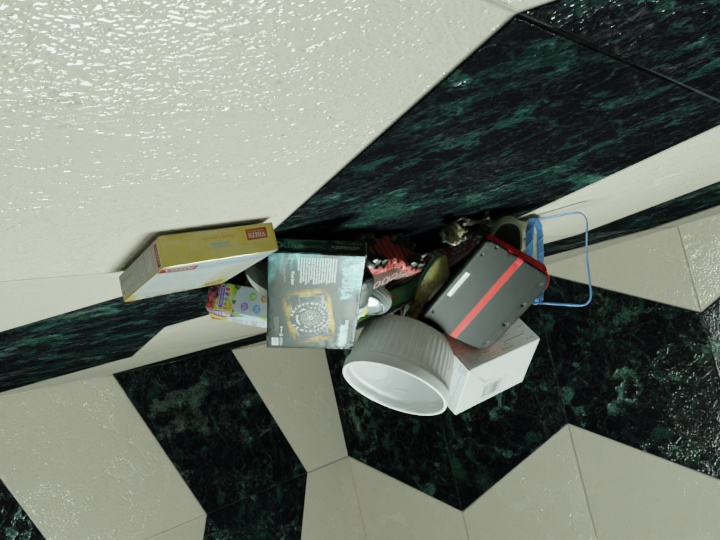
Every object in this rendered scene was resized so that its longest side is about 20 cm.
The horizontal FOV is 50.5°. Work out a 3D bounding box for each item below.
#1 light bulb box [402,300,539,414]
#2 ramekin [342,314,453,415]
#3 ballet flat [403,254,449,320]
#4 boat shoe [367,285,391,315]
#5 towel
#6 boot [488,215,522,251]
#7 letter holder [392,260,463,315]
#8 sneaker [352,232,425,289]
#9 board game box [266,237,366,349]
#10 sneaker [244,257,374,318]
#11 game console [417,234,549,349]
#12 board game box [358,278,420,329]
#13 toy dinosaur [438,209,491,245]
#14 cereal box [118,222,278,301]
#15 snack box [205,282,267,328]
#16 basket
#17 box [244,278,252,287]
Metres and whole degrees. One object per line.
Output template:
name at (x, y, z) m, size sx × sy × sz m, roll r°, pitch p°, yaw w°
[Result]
light bulb box at (0.206, 0.140, 1.500) m, size 0.195 × 0.200 × 0.127 m, roll -16°, pitch 137°, yaw -32°
ramekin at (0.074, 0.164, 1.359) m, size 0.195 × 0.107 × 0.201 m, roll 17°, pitch 153°, yaw 9°
ballet flat at (0.126, 0.059, 1.368) m, size 0.069 × 0.071 × 0.202 m, roll -10°, pitch 141°, yaw -33°
boat shoe at (-0.043, 0.045, 1.239) m, size 0.196 × 0.073 × 0.071 m, roll 17°, pitch 132°, yaw -12°
towel at (0.141, -0.017, 1.436) m, size 0.197 × 0.030 × 0.146 m, roll -23°, pitch 169°, yaw -34°
boot at (0.241, -0.028, 1.407) m, size 0.070 × 0.204 × 0.145 m, roll 10°, pitch -151°, yaw -3°
letter holder at (0.162, 0.025, 1.599) m, size 0.198 × 0.101 × 0.144 m, roll -32°, pitch 145°, yaw -16°
sneaker at (0.027, -0.010, 1.220) m, size 0.098 × 0.072 × 0.199 m, roll -40°, pitch 160°, yaw 28°
board game box at (-0.065, 0.038, 1.065) m, size 0.131 × 0.029 × 0.203 m, roll 2°, pitch 136°, yaw -6°
sneaker at (-0.070, 0.003, 1.112) m, size 0.195 × 0.075 × 0.086 m, roll 15°, pitch 130°, yaw -15°
game console at (0.217, 0.043, 1.327) m, size 0.174 × 0.031 × 0.201 m, roll 25°, pitch 116°, yaw -28°
board game box at (0.018, 0.076, 1.399) m, size 0.198 × 0.030 × 0.134 m, roll -20°, pitch 168°, yaw -42°
toy dinosaur at (0.175, -0.067, 1.282) m, size 0.086 × 0.049 × 0.200 m, roll -11°, pitch 179°, yaw 7°
cereal box at (-0.202, -0.009, 0.929) m, size 0.141 × 0.041 × 0.199 m, roll -11°, pitch 172°, yaw -32°
snack box at (-0.192, 0.065, 1.331) m, size 0.138 × 0.054 × 0.200 m, roll 9°, pitch 171°, yaw -6°
basket at (0.349, -0.016, 1.494) m, size 0.195 × 0.182 × 0.139 m, roll -5°, pitch 176°, yaw 18°
box at (-0.112, 0.046, 1.376) m, size 0.195 × 0.022 × 0.163 m, roll 10°, pitch 170°, yaw -8°
